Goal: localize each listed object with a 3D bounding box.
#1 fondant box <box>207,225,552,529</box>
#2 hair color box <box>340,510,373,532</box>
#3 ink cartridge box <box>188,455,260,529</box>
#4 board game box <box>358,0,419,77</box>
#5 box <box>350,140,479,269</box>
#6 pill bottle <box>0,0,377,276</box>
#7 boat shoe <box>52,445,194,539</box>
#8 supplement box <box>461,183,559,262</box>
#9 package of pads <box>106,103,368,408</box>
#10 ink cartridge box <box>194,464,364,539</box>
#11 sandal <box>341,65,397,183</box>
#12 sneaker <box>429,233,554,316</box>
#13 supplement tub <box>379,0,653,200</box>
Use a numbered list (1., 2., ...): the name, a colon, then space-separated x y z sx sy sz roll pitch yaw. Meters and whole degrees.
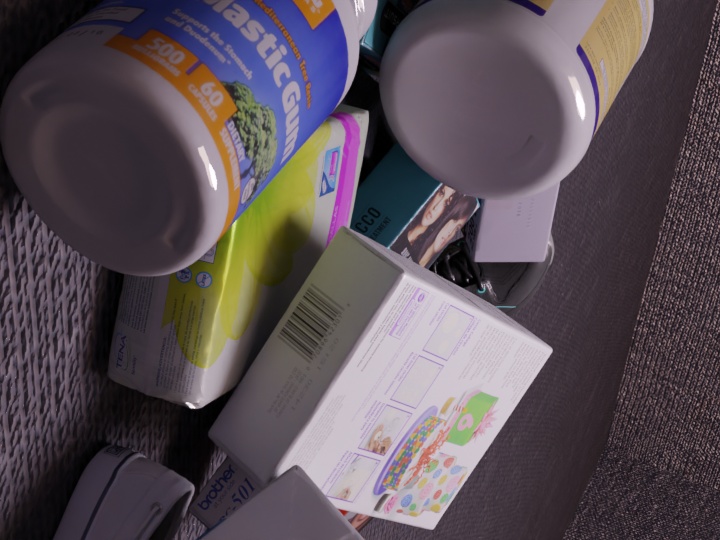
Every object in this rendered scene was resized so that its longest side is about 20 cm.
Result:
1. fondant box: 0.019 0.072 0.861 0.145 0.058 0.200 -57 144 5
2. hair color box: -0.017 0.161 1.067 0.200 0.061 0.101 -47 163 5
3. ink cartridge box: -0.024 0.091 0.940 0.200 0.044 0.094 -53 163 1
4. board game box: 0.033 -0.236 0.951 0.151 0.047 0.201 13 95 -73
5. box: 0.000 0.000 0.999 0.200 0.049 0.082 -50 156 -10
6. pill bottle: -0.068 -0.096 0.671 0.200 0.112 0.112 -54 156 -45
7. boat shoe: -0.152 0.202 0.805 0.074 0.065 0.201 19 90 -74
8. supplement box: 0.102 -0.105 1.124 0.200 0.061 0.109 -104 -163 -55
9. package of pads: -0.068 -0.016 0.835 0.200 0.068 0.155 -28 133 -66
10. ink cartridge box: -0.064 0.208 0.804 0.115 0.068 0.200 -34 155 -25
11. sandal: -0.002 -0.101 1.013 0.200 0.043 0.076 44 58 -64
12. sneaker: 0.069 0.019 1.164 0.200 0.076 0.079 -34 161 27
13. supplement tub: 0.113 -0.157 0.957 0.200 0.145 0.146 -55 157 -44
